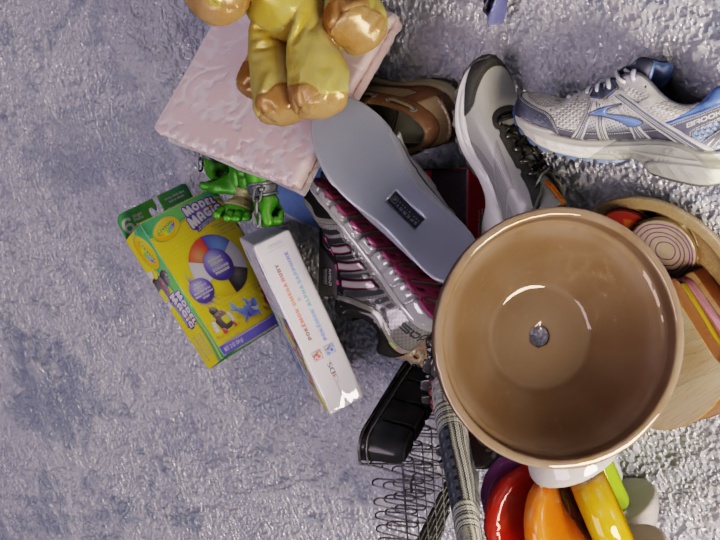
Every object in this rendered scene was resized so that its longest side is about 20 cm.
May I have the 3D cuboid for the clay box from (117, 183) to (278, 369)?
[{"bbox_3d":[-0.175,-0.005,1.485,0.201,0.114,0.048,57,139,3],"label":"clay box"}]

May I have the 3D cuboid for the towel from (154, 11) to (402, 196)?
[{"bbox_3d":[-0.080,-0.182,1.253,0.198,0.193,0.032,24,171,34],"label":"towel"}]

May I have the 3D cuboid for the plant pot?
[{"bbox_3d":[0.153,0.054,1.067,0.203,0.199,0.093,59,177,1],"label":"plant pot"}]

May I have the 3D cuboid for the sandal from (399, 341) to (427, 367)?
[{"bbox_3d":[0.049,0.061,1.325,0.212,0.069,0.078,47,138,15],"label":"sandal"}]

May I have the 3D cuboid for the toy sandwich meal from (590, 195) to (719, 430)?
[{"bbox_3d":[0.241,0.039,1.111,0.204,0.070,0.208,25,129,35],"label":"toy sandwich meal"}]

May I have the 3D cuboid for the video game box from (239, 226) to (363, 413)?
[{"bbox_3d":[-0.065,0.045,1.379,0.200,0.046,0.184,-156,43,-80],"label":"video game box"}]

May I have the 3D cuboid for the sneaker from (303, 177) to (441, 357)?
[{"bbox_3d":[0.000,0.000,1.218,0.200,0.073,0.088,50,119,24],"label":"sneaker"}]

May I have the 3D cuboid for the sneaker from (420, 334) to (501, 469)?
[{"bbox_3d":[0.112,0.124,1.269,0.096,0.071,0.202,-1,137,15],"label":"sneaker"}]

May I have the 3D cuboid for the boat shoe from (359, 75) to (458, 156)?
[{"bbox_3d":[0.008,-0.140,1.239,0.198,0.074,0.077,-2,113,44],"label":"boat shoe"}]

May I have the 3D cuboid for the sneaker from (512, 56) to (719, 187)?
[{"bbox_3d":[0.214,-0.130,1.049,0.198,0.077,0.087,15,114,31],"label":"sneaker"}]

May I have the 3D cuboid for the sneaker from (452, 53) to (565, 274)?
[{"bbox_3d":[0.136,-0.087,1.132,0.079,0.073,0.203,-10,96,48],"label":"sneaker"}]

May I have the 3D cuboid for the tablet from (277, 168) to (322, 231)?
[{"bbox_3d":[-0.073,-0.145,1.373,0.129,0.014,0.203,26,131,33],"label":"tablet"}]

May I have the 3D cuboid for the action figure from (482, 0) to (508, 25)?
[{"bbox_3d":[0.082,-0.293,1.057,0.193,0.104,0.202,38,134,37],"label":"action figure"}]

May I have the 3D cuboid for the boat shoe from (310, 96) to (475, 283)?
[{"bbox_3d":[0.035,-0.069,1.173,0.202,0.075,0.086,46,-177,10],"label":"boat shoe"}]

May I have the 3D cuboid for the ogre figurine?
[{"bbox_3d":[-0.124,-0.127,1.353,0.096,0.200,0.122,0,110,-4],"label":"ogre figurine"}]

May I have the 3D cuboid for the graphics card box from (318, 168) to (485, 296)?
[{"bbox_3d":[0.043,-0.033,1.262,0.198,0.050,0.128,5,95,46],"label":"graphics card box"}]

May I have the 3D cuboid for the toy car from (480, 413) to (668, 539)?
[{"bbox_3d":[0.178,0.198,1.170,0.148,0.200,0.177,-24,106,14],"label":"toy car"}]

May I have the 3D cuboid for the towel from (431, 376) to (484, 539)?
[{"bbox_3d":[0.100,0.226,1.188,0.202,0.034,0.194,79,-178,-46],"label":"towel"}]

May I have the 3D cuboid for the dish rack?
[{"bbox_3d":[0.053,0.215,1.357,0.054,0.154,0.203,6,120,22],"label":"dish rack"}]

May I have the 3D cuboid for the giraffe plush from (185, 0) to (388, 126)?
[{"bbox_3d":[-0.079,-0.245,1.134,0.161,0.203,0.171,29,163,-37],"label":"giraffe plush"}]
